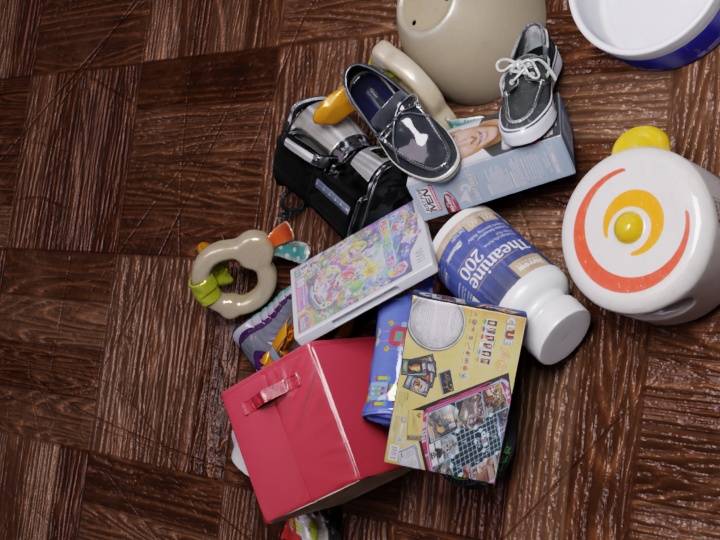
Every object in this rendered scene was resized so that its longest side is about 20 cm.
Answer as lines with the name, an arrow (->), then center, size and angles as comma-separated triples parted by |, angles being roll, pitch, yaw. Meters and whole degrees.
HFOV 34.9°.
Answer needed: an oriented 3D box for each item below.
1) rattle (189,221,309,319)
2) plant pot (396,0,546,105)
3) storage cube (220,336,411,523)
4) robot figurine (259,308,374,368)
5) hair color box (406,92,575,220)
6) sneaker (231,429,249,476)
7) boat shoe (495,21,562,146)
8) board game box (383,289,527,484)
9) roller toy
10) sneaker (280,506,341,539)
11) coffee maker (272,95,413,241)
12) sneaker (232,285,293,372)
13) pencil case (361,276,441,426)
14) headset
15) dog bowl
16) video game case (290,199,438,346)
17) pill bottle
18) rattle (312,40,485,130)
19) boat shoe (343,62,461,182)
rattle -> -0.159, -0.032, 1.704 | 0.130, 0.143, 0.200 | 41, 115, -8
plant pot -> 0.123, -0.331, 1.489 | 0.199, 0.134, 0.203 | -9, 76, 38
storage cube -> -0.045, 0.204, 1.486 | 0.170, 0.199, 0.182 | -31, 74, 31
robot figurine -> -0.053, 0.071, 1.558 | 0.058, 0.144, 0.201 | 50, 123, 24
hair color box -> 0.160, -0.140, 1.412 | 0.198, 0.061, 0.100 | -17, 35, 20
sneaker -> -0.130, 0.212, 1.595 | 0.117, 0.073, 0.200 | -66, 20, 9
boat shoe -> 0.202, -0.230, 1.381 | 0.073, 0.068, 0.200 | -6, 40, 31
board game box -> 0.108, 0.135, 1.322 | 0.134, 0.035, 0.203 | 11, 101, 4
roller toy -> 0.323, -0.039, 1.266 | 0.182, 0.139, 0.201 | 41, 107, 36
sneaker -> -0.080, 0.340, 1.575 | 0.085, 0.076, 0.202 | -29, 62, 42
coffee maker -> -0.019, -0.115, 1.587 | 0.200, 0.134, 0.194 | 44, 148, 37
sneaker -> -0.097, 0.078, 1.651 | 0.199, 0.074, 0.088 | -37, 79, 36
pencil case -> 0.052, 0.097, 1.425 | 0.077, 0.087, 0.202 | 7, 69, 5
headset -> 0.113, 0.182, 1.428 | 0.124, 0.093, 0.200 | -59, 36, 14
dog bowl -> 0.348, -0.340, 1.341 | 0.198, 0.078, 0.203 | -8, 77, 38
video game case -> 0.000, 0.000, 1.440 | 0.199, 0.018, 0.144 | -29, 34, 15
pill bottle -> 0.182, 0.019, 1.390 | 0.200, 0.110, 0.112 | 46, 110, 35
rattle -> 0.060, -0.189, 1.487 | 0.200, 0.143, 0.130 | 47, 157, 1
boat shoe -> 0.045, -0.181, 1.393 | 0.075, 0.062, 0.200 | -42, 65, 4
